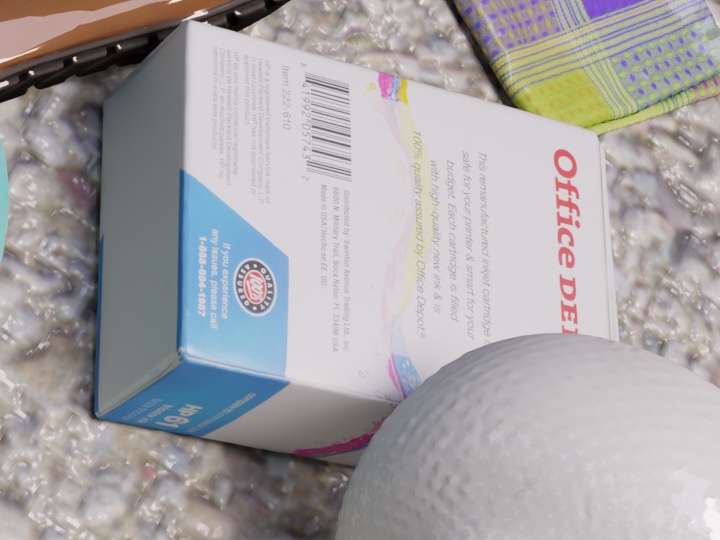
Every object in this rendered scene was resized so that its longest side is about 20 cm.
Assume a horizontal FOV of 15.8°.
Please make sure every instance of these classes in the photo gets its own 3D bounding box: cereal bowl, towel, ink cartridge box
[{"bbox_3d":[0.071,0.127,0.932,0.200,0.200,0.083,56,39,1],"label":"cereal bowl"},{"bbox_3d":[0.088,-0.160,1.217,0.143,0.023,0.201,-19,80,-39],"label":"towel"},{"bbox_3d":[0.000,0.000,1.044,0.199,0.085,0.145,13,63,-27],"label":"ink cartridge box"}]

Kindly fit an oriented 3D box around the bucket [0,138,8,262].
[{"bbox_3d":[-0.225,-0.015,0.870,0.206,0.135,0.208,14,61,-28],"label":"bucket"}]

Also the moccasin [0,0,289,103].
[{"bbox_3d":[-0.097,-0.122,1.051,0.201,0.074,0.078,-19,88,-28],"label":"moccasin"}]
